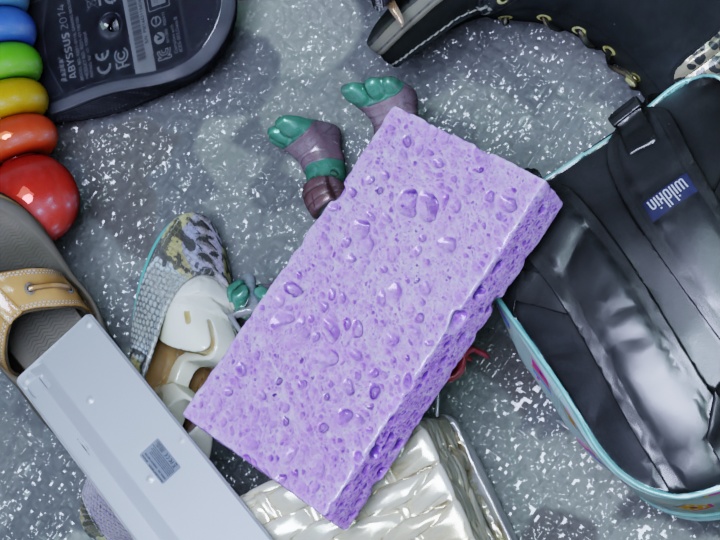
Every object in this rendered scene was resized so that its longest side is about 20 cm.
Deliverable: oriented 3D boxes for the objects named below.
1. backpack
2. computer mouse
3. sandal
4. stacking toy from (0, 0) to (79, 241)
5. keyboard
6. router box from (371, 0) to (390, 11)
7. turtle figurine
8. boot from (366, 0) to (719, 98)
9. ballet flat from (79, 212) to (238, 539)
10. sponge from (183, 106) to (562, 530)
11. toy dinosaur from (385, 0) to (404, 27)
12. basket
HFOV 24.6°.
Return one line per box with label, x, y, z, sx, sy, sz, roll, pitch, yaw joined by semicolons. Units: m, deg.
backpack;0.175;0.029;0.867;0.175;0.153;0.200;-32;59;3
computer mouse;-0.158;-0.145;1.015;0.199;0.053;0.139;-10;80;21
sandal;-0.189;0.032;0.928;0.082;0.055;0.200;-35;117;-7
stacking toy;-0.216;-0.109;0.972;0.085;0.085;0.201;-21;84;6
keyboard;-0.110;0.106;0.867;0.056;0.011;0.200;-40;62;-7
router box;0.030;-0.260;0.902;0.200;0.062;0.150;-42;70;-13
turtle figurine;0.000;0.000;0.932;0.149;0.101;0.201;-14;68;21
boot;0.120;-0.138;0.933;0.203;0.074;0.154;-34;107;20
ballet flat;-0.101;0.064;0.947;0.072;0.072;0.201;13;77;12
sponge;0.005;0.021;0.845;0.111;0.030;0.200;31;85;38
toy dinosaur;-0.004;-0.230;0.947;0.106;0.061;0.201;6;51;18
basket;-0.015;0.172;0.893;0.199;0.123;0.136;-26;77;4
